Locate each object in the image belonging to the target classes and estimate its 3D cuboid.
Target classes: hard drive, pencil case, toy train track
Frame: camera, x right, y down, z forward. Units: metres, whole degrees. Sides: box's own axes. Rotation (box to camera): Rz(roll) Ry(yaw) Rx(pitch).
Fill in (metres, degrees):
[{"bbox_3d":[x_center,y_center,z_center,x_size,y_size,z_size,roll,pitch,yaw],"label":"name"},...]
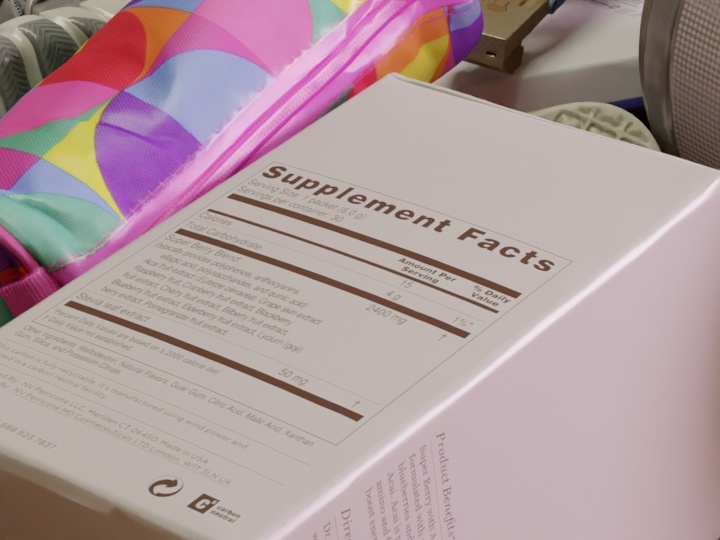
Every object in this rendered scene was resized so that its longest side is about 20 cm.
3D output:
[{"bbox_3d":[0.052,-0.075,0.991,0.200,0.025,0.132,-12,19,-21],"label":"hard drive"},{"bbox_3d":[-0.046,-0.044,0.818,0.088,0.088,0.200,20,51,34],"label":"pencil case"},{"bbox_3d":[0.071,-0.103,0.981,0.115,0.033,0.200,17,30,16],"label":"toy train track"}]

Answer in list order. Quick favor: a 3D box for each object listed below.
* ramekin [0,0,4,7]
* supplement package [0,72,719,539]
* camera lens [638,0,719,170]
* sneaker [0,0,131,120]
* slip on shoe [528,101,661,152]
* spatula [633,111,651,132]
[{"bbox_3d":[-0.137,-0.118,1.057,0.200,0.105,0.200,-4,32,3],"label":"ramekin"},{"bbox_3d":[-0.004,0.052,0.747,0.120,0.121,0.200,19,39,35],"label":"supplement package"},{"bbox_3d":[0.195,-0.056,0.855,0.160,0.160,0.200,-23,36,-26],"label":"camera lens"},{"bbox_3d":[-0.099,-0.057,0.905,0.115,0.075,0.200,3,27,46],"label":"sneaker"},{"bbox_3d":[0.000,0.000,0.895,0.200,0.061,0.074,-18,78,-2],"label":"slip on shoe"},{"bbox_3d":[0.077,-0.055,1.000,0.200,0.021,0.057,-8,24,-7],"label":"spatula"}]
